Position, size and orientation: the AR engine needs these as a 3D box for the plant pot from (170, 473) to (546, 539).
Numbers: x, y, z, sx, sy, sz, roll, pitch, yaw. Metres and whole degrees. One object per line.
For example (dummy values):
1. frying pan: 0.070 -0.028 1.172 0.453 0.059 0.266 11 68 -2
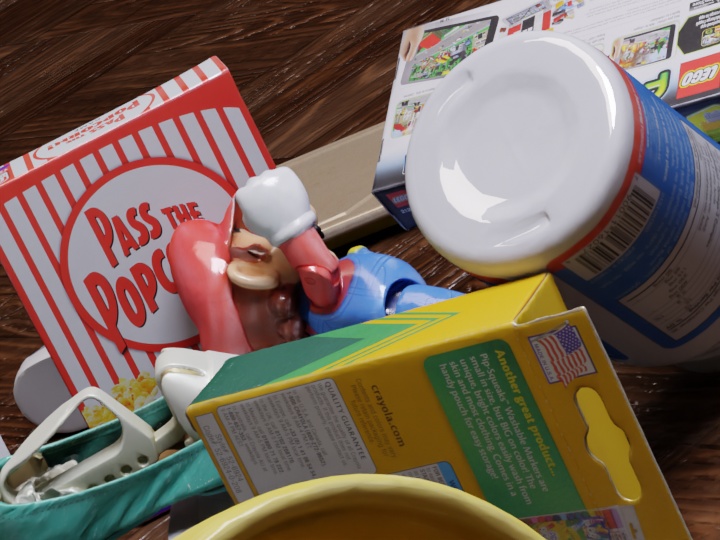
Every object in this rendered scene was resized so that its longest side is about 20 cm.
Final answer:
1. plant pot: -0.028 0.180 0.916 0.201 0.201 0.189 -36 4 -29

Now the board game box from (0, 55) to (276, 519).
1. board game box: -0.096 0.011 1.479 0.151 0.200 0.046 -28 17 -4

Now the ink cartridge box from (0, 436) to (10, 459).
1. ink cartridge box: -0.260 0.144 1.411 0.145 0.147 0.200 -34 19 -26

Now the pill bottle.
1. pill bottle: 0.116 -0.021 1.260 0.112 0.200 0.112 -14 64 29

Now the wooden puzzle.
1. wooden puzzle: 0.000 -0.054 1.827 0.200 0.037 0.185 -26 16 15

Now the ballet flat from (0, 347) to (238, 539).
1. ballet flat: -0.095 0.077 1.303 0.200 0.070 0.067 -28 29 3

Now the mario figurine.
1. mario figurine: 0.000 0.000 1.408 0.200 0.124 0.106 13 28 17

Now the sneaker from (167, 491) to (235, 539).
1. sneaker: -0.031 0.094 1.371 0.116 0.074 0.200 -22 27 7

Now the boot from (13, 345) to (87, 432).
1. boot: -0.113 0.028 1.668 0.200 0.073 0.090 -18 24 28

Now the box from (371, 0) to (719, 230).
1. box: 0.104 -0.093 1.370 0.200 0.035 0.110 -14 47 31

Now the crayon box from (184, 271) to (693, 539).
1. crayon box: 0.040 0.080 1.199 0.200 0.126 0.052 -15 20 31
